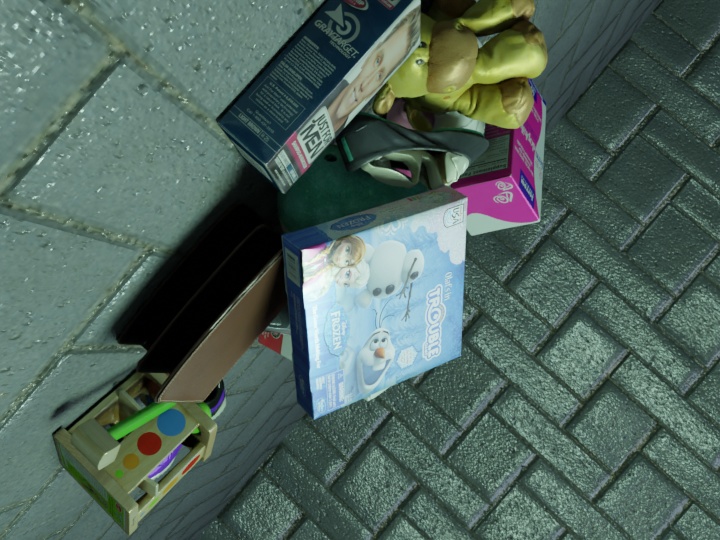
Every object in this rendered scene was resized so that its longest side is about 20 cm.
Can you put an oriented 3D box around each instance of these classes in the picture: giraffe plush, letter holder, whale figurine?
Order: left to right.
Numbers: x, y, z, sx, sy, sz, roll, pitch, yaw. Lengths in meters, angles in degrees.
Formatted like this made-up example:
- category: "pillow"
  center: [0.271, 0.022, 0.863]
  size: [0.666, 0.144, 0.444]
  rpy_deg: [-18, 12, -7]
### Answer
- category: "letter holder"
  center: [-0.158, 0.032, 0.824]
  size: [0.200, 0.100, 0.142]
  rpy_deg: [-49, 169, 0]
- category: "whale figurine"
  center: [0.006, -0.086, 0.873]
  size: [0.104, 0.198, 0.160]
  rpy_deg: [87, 1, -45]
- category: "giraffe plush"
  center: [0.082, -0.228, 0.831]
  size: [0.198, 0.174, 0.162]
  rpy_deg: [-15, 176, 28]

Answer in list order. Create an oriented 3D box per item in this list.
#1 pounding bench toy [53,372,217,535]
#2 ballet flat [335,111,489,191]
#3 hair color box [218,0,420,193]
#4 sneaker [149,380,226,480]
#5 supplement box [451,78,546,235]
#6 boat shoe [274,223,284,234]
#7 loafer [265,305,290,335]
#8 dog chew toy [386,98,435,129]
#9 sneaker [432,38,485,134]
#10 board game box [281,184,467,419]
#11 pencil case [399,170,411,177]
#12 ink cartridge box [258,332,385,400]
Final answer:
- category: "pounding bench toy"
  center: [-0.255, 0.189, 0.926]
  size: [0.156, 0.124, 0.200]
  rpy_deg: [-43, 169, -31]
- category: "ballet flat"
  center: [0.061, -0.118, 0.839]
  size: [0.198, 0.073, 0.073]
  rpy_deg: [2, 138, -36]
- category: "hair color box"
  center: [-0.031, -0.172, 0.710]
  size: [0.200, 0.060, 0.100]
  rpy_deg: [-49, 171, -4]
- category: "sneaker"
  center: [-0.274, 0.217, 1.158]
  size: [0.200, 0.069, 0.100]
  rpy_deg: [-47, 165, -38]
- category: "supplement box"
  center: [0.173, -0.161, 1.018]
  size: [0.101, 0.103, 0.202]
  rpy_deg: [44, 47, -44]
- category: "boat shoe"
  center: [-0.114, 0.003, 1.026]
  size: [0.200, 0.071, 0.064]
  rpy_deg: [-43, 172, 11]
- category: "loafer"
  center: [-0.103, 0.052, 0.965]
  size: [0.063, 0.198, 0.073]
  rpy_deg: [-39, -140, 49]
- category: "dog chew toy"
  center: [0.086, -0.173, 1.085]
  size: [0.125, 0.124, 0.200]
  rpy_deg: [-47, 156, -6]
- category: "sneaker"
  center: [0.110, -0.217, 0.969]
  size: [0.074, 0.087, 0.202]
  rpy_deg: [-14, -128, 38]
- category: "board game box"
  center: [0.021, 0.032, 0.822]
  size: [0.198, 0.043, 0.202]
  rpy_deg: [-20, 124, -28]
- category: "pencil case"
  center: [0.021, -0.078, 1.081]
  size: [0.200, 0.093, 0.091]
  rpy_deg: [-49, -167, 56]
- category: "ink cartridge box"
  center: [-0.033, 0.065, 1.082]
  size: [0.083, 0.199, 0.146]
  rpy_deg: [-20, 128, -53]
